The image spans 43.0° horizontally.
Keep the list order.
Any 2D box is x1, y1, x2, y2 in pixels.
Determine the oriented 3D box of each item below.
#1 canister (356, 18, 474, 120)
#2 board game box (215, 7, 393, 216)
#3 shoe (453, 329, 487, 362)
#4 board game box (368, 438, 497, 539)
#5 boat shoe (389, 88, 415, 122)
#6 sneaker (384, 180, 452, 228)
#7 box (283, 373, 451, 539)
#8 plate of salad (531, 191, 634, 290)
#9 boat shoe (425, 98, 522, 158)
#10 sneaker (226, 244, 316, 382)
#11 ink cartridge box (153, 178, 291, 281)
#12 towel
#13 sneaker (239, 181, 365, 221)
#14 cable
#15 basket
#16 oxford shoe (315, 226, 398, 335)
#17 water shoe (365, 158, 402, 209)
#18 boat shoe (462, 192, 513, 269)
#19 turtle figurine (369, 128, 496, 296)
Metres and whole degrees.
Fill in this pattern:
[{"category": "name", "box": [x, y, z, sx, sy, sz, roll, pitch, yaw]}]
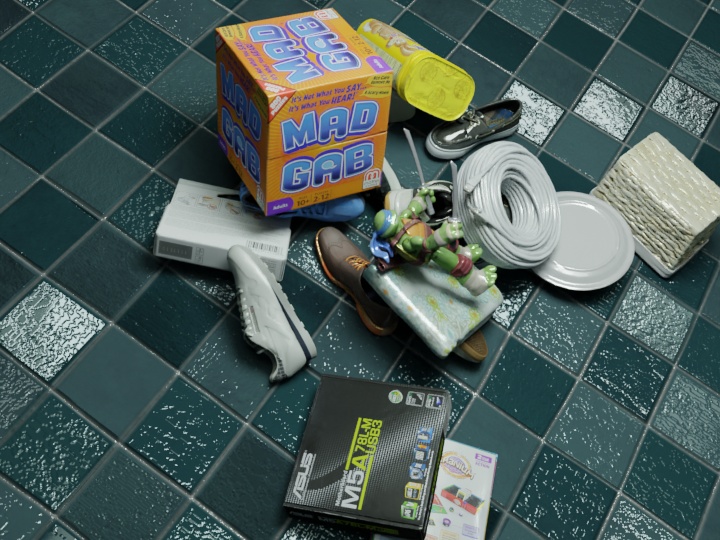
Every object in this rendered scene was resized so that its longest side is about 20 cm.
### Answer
[{"category": "canister", "box": [0.085, -0.349, 1.571, 0.146, 0.088, 0.200, 15, 22, -40]}, {"category": "board game box", "box": [-0.089, -0.240, 1.365, 0.196, 0.203, 0.201, -16, 46, -24]}, {"category": "shoe", "box": [0.113, 0.070, 1.398, 0.200, 0.054, 0.070, 45, 36, 12]}, {"category": "board game box", "box": [0.097, 0.324, 1.233, 0.150, 0.041, 0.203, 18, 56, -1]}, {"category": "boat shoe", "box": [0.003, -0.317, 1.601, 0.196, 0.071, 0.073, 11, 57, -4]}, {"category": "sneaker", "box": [0.121, -0.099, 1.444, 0.086, 0.078, 0.199, 1, 13, 35]}, {"category": "box", "box": [0.013, 0.245, 1.225, 0.189, 0.048, 0.203, 7, 55, 15]}, {"category": "plate of salad", "box": [0.354, -0.046, 1.518, 0.195, 0.048, 0.204, 0, 55, -1]}, {"category": "boat shoe", "box": [0.201, -0.257, 1.607, 0.197, 0.057, 0.069, -23, 65, -25]}, {"category": "sneaker", "box": [-0.142, 0.058, 1.302, 0.080, 0.076, 0.202, -32, 90, -12]}, {"category": "ink cartridge box", "box": [-0.205, -0.066, 1.413, 0.195, 0.044, 0.175, 12, 31, -6]}, {"category": "towel", "box": [0.112, 0.026, 1.359, 0.171, 0.048, 0.199, 44, 37, 12]}, {"category": "sneaker", "box": [-0.092, -0.103, 1.417, 0.195, 0.067, 0.079, 12, 32, 0]}, {"category": "cable", "box": [0.231, -0.099, 1.427, 0.201, 0.069, 0.201, 49, 50, -18]}, {"category": "basket", "box": [0.509, -0.116, 1.557, 0.134, 0.124, 0.200, -33, 69, -29]}, {"category": "oxford shoe", "box": [0.000, 0.000, 1.397, 0.070, 0.073, 0.201, -28, 68, -26]}, {"category": "water shoe", "box": [0.016, -0.149, 1.511, 0.078, 0.072, 0.202, -25, 61, -1]}, {"category": "boat shoe", "box": [0.228, -0.084, 1.500, 0.068, 0.057, 0.201, 15, 52, 32]}, {"category": "turtle figurine", "box": [0.122, -0.067, 1.287, 0.193, 0.143, 0.203, 34, 74, -34]}]
